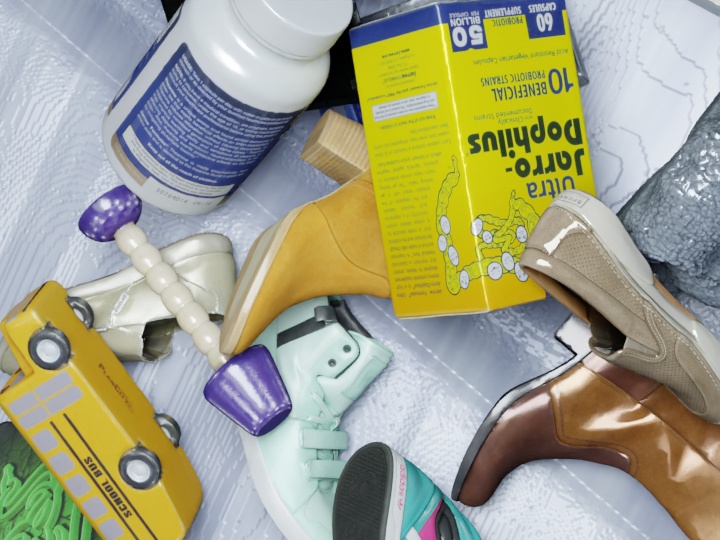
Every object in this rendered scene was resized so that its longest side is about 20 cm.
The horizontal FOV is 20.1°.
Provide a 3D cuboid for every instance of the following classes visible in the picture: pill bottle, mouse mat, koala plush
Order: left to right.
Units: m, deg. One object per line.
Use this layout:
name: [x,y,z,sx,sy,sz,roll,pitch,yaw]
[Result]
mouse mat: [-0.255,0.236,1.530,0.160,0.008,0.201,30,93,16]
pill bottle: [-0.090,-0.135,1.399,0.111,0.111,0.200,56,134,12]
koala plush: [0.280,-0.013,1.326,0.200,0.184,0.178,41,97,3]

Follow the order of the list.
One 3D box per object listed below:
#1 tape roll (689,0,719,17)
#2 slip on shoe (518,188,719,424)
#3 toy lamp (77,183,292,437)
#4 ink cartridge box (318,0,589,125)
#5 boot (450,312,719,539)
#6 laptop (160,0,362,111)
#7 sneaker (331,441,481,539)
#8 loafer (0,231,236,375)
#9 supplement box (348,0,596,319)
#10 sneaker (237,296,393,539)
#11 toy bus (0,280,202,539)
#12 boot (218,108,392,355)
tape roll: [0.250,-0.207,1.322,0.199,0.200,0.067,30,94,15]
slip on shoe: [0.174,0.037,1.306,0.061,0.200,0.076,-49,29,-17]
toy lamp: [-0.119,0.029,1.420,0.058,0.058,0.201,-40,75,9]
ink cartridge box: [0.056,-0.148,1.457,0.199,0.039,0.100,-21,81,14]
boot: [0.184,0.140,1.399,0.200,0.068,0.189,41,89,7]
laptop: [-0.054,-0.224,1.473,0.176,0.103,0.202,-4,109,40]
sneaker: [0.030,0.231,1.388,0.083,0.120,0.202,-18,52,44]
loafer: [-0.177,0.040,1.487,0.199,0.076,0.069,-27,73,11]
supplement box: [0.079,-0.076,1.355,0.109,0.108,0.202,-6,94,57]
sneaker: [-0.021,0.110,1.436,0.118,0.074,0.202,-28,76,18]
toy bus: [-0.191,0.109,1.445,0.078,0.065,0.201,-31,103,20]
boot: [0.000,0.000,1.401,0.143,0.071,0.202,31,69,-13]
